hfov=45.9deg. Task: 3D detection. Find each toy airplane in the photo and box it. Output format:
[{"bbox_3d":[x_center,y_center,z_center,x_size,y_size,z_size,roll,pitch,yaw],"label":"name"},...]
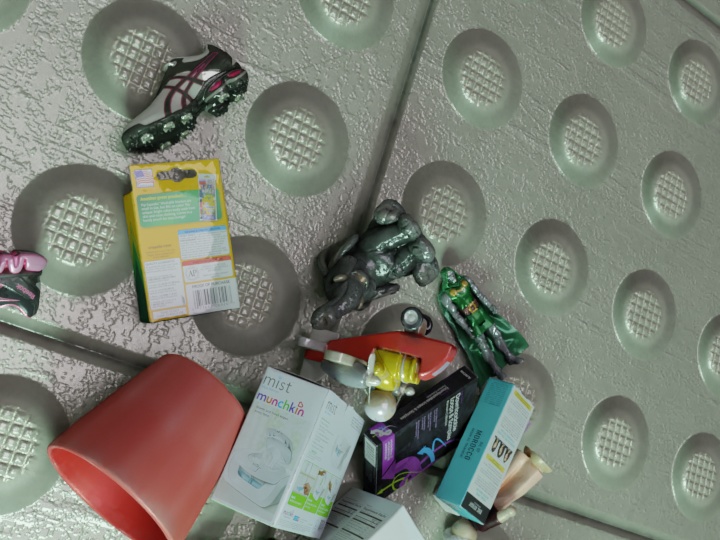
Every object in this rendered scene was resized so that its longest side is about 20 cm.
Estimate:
[{"bbox_3d":[0.009,0.137,1.165,0.198,0.199,0.142,1,74,-29],"label":"toy airplane"}]

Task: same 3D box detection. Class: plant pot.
[{"bbox_3d":[-0.246,0.211,1.031,0.201,0.200,0.178,51,55,-17],"label":"plant pot"}]

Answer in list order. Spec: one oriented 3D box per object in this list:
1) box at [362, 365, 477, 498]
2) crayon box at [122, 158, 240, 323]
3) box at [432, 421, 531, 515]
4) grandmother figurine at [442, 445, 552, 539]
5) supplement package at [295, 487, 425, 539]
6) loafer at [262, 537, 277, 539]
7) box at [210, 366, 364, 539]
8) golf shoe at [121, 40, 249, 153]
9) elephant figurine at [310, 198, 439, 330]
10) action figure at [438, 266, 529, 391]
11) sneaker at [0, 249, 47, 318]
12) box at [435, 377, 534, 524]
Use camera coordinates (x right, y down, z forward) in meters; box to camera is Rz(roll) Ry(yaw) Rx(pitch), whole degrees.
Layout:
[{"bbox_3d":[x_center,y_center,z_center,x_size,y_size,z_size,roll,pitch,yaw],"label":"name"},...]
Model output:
[{"bbox_3d":[0.089,0.242,1.253,0.199,0.036,0.144,-30,139,-29],"label":"box"},{"bbox_3d":[-0.237,-0.040,1.119,0.125,0.051,0.202,-8,92,-30],"label":"crayon box"},{"bbox_3d":[0.195,0.298,1.352,0.200,0.041,0.039,-45,108,-23],"label":"box"},{"bbox_3d":[0.205,0.360,1.316,0.061,0.121,0.200,45,86,5],"label":"grandmother figurine"},{"bbox_3d":[-0.011,0.431,1.164,0.200,0.150,0.152,-37,104,-25],"label":"supplement package"},{"bbox_3d":[-0.188,0.390,1.110,0.199,0.073,0.072,-15,96,-29],"label":"loafer"},{"bbox_3d":[-0.083,0.241,1.104,0.200,0.096,0.178,55,54,-66],"label":"box"},{"bbox_3d":[-0.243,-0.226,1.125,0.200,0.077,0.088,-39,86,-28],"label":"golf shoe"},{"bbox_3d":[0.000,0.000,1.210,0.199,0.155,0.142,-37,62,-2],"label":"elephant figurine"},{"bbox_3d":[0.183,0.078,1.353,0.118,0.055,0.201,-40,102,-22],"label":"action figure"},{"bbox_3d":[-0.464,0.026,0.981,0.198,0.079,0.096,-3,100,-28],"label":"sneaker"},{"bbox_3d":[0.191,0.271,1.287,0.082,0.049,0.201,45,66,-42],"label":"box"}]
